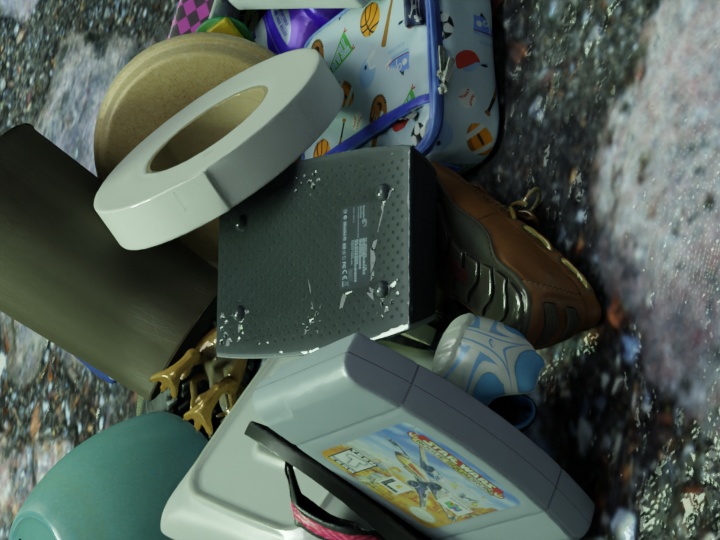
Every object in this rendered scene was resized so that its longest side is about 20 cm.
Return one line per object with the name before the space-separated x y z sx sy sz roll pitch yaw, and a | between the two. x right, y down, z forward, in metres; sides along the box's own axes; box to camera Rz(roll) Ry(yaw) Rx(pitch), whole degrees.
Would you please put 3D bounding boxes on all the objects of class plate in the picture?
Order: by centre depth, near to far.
plate | -0.040 0.120 1.486 0.199 0.032 0.201 13 62 50

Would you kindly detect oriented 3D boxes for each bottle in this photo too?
bottle | -0.049 -0.181 1.694 0.200 0.065 0.084 -51 44 32

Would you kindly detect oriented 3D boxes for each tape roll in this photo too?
tape roll | -0.103 -0.089 1.524 0.202 0.037 0.203 -30 20 12

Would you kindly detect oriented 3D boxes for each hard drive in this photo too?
hard drive | -0.023 -0.008 1.437 0.199 0.042 0.136 -11 75 46

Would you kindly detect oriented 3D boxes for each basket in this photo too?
basket | -0.211 -0.001 1.611 0.136 0.199 0.180 -56 -3 1

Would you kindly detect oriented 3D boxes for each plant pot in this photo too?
plant pot | -0.201 0.224 1.677 0.199 0.134 0.202 14 108 48

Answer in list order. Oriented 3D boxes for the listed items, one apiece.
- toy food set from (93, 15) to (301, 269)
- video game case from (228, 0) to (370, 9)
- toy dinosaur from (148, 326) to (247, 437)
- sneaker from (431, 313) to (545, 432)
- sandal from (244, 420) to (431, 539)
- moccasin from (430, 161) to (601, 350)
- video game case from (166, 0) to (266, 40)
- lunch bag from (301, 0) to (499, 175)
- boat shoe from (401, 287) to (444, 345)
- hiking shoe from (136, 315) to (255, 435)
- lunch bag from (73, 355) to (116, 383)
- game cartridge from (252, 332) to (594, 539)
toy food set | -0.113 -0.092 1.663 0.197 0.200 0.049 -35 8 16
video game case | -0.002 -0.274 1.613 0.183 0.022 0.200 -54 28 -15
toy dinosaur | -0.102 0.058 1.562 0.106 0.060 0.200 -50 -11 -35
sneaker | 0.072 0.097 1.351 0.072 0.072 0.200 -55 -11 -27
sandal | -0.001 0.169 1.368 0.045 0.200 0.075 -52 -4 3
moccasin | 0.091 -0.016 1.397 0.201 0.077 0.074 40 128 54
video game case | -0.100 -0.257 1.745 0.181 0.036 0.201 -31 -40 -75
lunch bag | 0.026 -0.125 1.544 0.200 0.075 0.162 -28 57 54
boat shoe | 0.000 0.000 1.545 0.200 0.072 0.060 25 92 58
hiking shoe | -0.151 0.089 1.763 0.201 0.075 0.101 -65 35 23
lunch bag | -0.184 -0.032 1.814 0.170 0.124 0.201 -35 21 52
game cartridge | 0.042 0.115 1.300 0.133 0.200 0.042 -21 37 58
